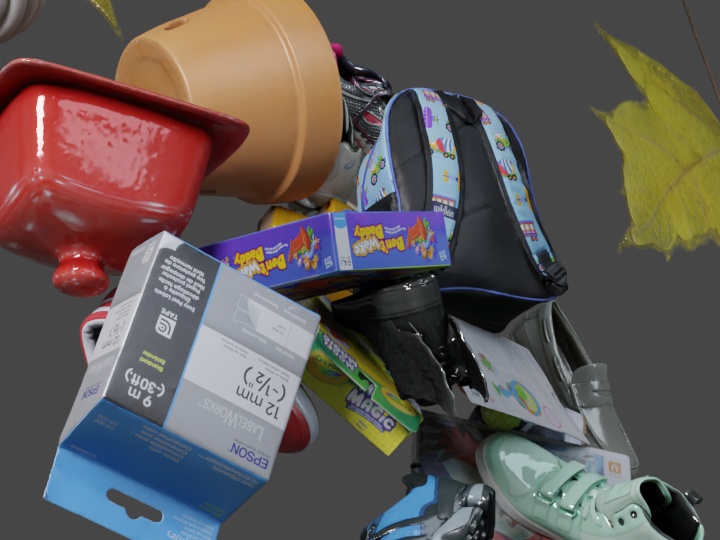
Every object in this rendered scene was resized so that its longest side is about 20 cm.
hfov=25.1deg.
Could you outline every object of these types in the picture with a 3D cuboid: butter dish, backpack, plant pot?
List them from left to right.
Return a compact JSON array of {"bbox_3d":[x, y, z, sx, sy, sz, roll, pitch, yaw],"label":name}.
[{"bbox_3d":[-0.211,-0.052,1.249,0.198,0.199,0.150,14,65,-27],"label":"butter dish"},{"bbox_3d":[-0.128,-0.150,1.451,0.139,0.201,0.201,-14,60,-37],"label":"plant pot"},{"bbox_3d":[0.070,-0.052,1.432,0.181,0.134,0.202,5,63,-34],"label":"backpack"}]

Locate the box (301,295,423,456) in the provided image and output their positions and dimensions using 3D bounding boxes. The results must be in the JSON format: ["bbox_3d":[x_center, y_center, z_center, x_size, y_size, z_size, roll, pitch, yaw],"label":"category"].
[{"bbox_3d":[-0.007,0.084,1.341,0.117,0.048,0.200,42,4,-7],"label":"box"}]

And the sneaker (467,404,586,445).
[{"bbox_3d":[0.137,0.187,1.439,0.108,0.070,0.201,25,42,-8],"label":"sneaker"}]

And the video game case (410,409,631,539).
[{"bbox_3d":[0.136,0.214,1.353,0.198,0.023,0.184,13,48,-9],"label":"video game case"}]

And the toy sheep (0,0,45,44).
[{"bbox_3d":[-0.334,-0.254,1.389,0.137,0.138,0.201,32,27,-17],"label":"toy sheep"}]

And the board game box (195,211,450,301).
[{"bbox_3d":[-0.046,-0.007,1.298,0.134,0.199,0.045,-3,82,-46],"label":"board game box"}]

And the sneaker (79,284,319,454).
[{"bbox_3d":[-0.129,0.088,1.246,0.199,0.072,0.112,37,26,6],"label":"sneaker"}]

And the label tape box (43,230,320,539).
[{"bbox_3d":[-0.125,0.095,1.162,0.142,0.066,0.202,30,60,-24],"label":"label tape box"}]

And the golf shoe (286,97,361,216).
[{"bbox_3d":[-0.037,-0.139,1.567,0.078,0.098,0.201,12,37,-30],"label":"golf shoe"}]

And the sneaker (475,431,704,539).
[{"bbox_3d":[0.190,0.176,1.310,0.200,0.119,0.074,37,50,14],"label":"sneaker"}]

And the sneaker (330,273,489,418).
[{"bbox_3d":[0.036,0.061,1.265,0.059,0.200,0.105,-19,91,-20],"label":"sneaker"}]

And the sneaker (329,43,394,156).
[{"bbox_3d":[0.023,-0.162,1.722,0.199,0.075,0.081,31,32,-7],"label":"sneaker"}]

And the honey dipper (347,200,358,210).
[{"bbox_3d":[-0.019,-0.066,1.614,0.199,0.038,0.038,31,32,-12],"label":"honey dipper"}]

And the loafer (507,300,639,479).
[{"bbox_3d":[0.220,0.120,1.615,0.070,0.070,0.201,-1,51,-50],"label":"loafer"}]

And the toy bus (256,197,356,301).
[{"bbox_3d":[0.000,0.000,1.502,0.199,0.078,0.065,31,31,-19],"label":"toy bus"}]

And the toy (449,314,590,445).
[{"bbox_3d":[0.108,0.098,1.377,0.199,0.047,0.116,29,25,-52],"label":"toy"}]

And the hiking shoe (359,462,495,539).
[{"bbox_3d":[0.031,0.237,1.249,0.086,0.075,0.200,15,41,27],"label":"hiking shoe"}]
